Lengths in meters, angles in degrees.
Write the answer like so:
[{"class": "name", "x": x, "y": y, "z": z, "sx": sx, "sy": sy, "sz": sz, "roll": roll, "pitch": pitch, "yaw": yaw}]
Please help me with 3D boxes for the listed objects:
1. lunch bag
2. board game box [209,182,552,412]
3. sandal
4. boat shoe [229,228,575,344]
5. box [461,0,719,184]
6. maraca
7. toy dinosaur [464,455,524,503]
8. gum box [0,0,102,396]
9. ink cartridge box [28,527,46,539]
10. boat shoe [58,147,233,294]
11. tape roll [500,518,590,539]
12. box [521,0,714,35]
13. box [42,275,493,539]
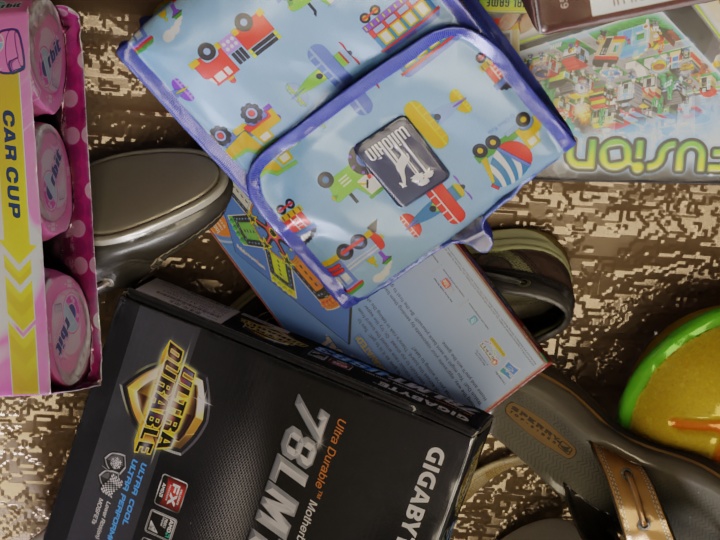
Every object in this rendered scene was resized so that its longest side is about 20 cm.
[{"class": "lunch bag", "x": 0.001, "y": -0.088, "z": 1.398, "sx": 0.150, "sy": 0.094, "sz": 0.200, "roll": -37, "pitch": 100, "yaw": 13}, {"class": "board game box", "x": 0.000, "y": 0.000, "z": 1.445, "sx": 0.103, "sy": 0.019, "sz": 0.200, "roll": -38, "pitch": 82, "yaw": 9}, {"class": "sandal", "x": 0.136, "y": 0.118, "z": 1.451, "sx": 0.200, "sy": 0.055, "sz": 0.082, "roll": 36, "pitch": 139, "yaw": 6}, {"class": "boat shoe", "x": 0.018, "y": 0.026, "z": 1.483, "sx": 0.199, "sy": 0.065, "sz": 0.073, "roll": -16, "pitch": 114, "yaw": 2}, {"class": "box", "x": 0.136, "y": -0.102, "z": 1.457, "sx": 0.199, "sy": 0.035, "sz": 0.111, "roll": 0, "pitch": 113, "yaw": -6}, {"class": "maraca", "x": 0.220, "y": 0.095, "z": 1.512, "sx": 0.137, "sy": 0.107, "sz": 0.200, "roll": -39, "pitch": 124, "yaw": 10}, {"class": "toy dinosaur", "x": 0.014, "y": 0.160, "z": 1.555, "sx": 0.101, "sy": 0.058, "sz": 0.200, "roll": 29, "pitch": 98, "yaw": -28}, {"class": "gum box", "x": -0.199, "y": -0.038, "z": 1.385, "sx": 0.113, "sy": 0.066, "sz": 0.201, "roll": -3, "pitch": 92, "yaw": 19}, {"class": "ink cartridge box", "x": -0.074, "y": 0.150, "z": 1.488, "sx": 0.200, "sy": 0.067, "sz": 0.116, "roll": -30, "pitch": 90, "yaw": 18}, {"class": "boat shoe", "x": -0.150, "y": -0.010, "z": 1.448, "sx": 0.199, "sy": 0.067, "sz": 0.057, "roll": -17, "pitch": 132, "yaw": 17}, {"class": "tape roll", "x": 0.074, "y": 0.229, "z": 1.501, "sx": 0.037, "sy": 0.203, "sz": 0.203, "roll": 33, "pitch": 106, "yaw": -17}, {"class": "box", "x": 0.136, "y": -0.231, "z": 1.313, "sx": 0.165, "sy": 0.200, "sz": 0.165, "roll": -12, "pitch": 113, "yaw": -1}, {"class": "box", "x": -0.056, "y": 0.131, "z": 1.421, "sx": 0.198, "sy": 0.050, "sz": 0.201, "roll": 23, "pitch": 105, "yaw": 12}]
